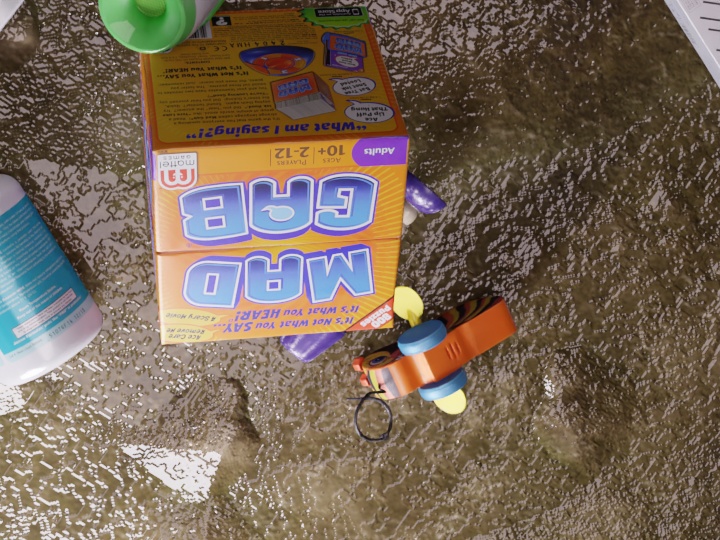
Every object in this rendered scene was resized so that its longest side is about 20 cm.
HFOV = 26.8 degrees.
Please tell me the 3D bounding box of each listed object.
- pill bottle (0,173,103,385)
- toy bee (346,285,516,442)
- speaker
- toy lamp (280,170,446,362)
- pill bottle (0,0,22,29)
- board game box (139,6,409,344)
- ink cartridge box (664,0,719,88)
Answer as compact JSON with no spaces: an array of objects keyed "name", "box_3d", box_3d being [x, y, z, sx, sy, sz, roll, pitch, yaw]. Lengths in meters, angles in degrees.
[{"name":"pill bottle","box_3d":[-0.321,-0.007,1.329,0.111,0.111,0.201,-30,105,-2]},{"name":"toy bee","box_3d":[0.044,0.079,1.427,0.199,0.109,0.132,-9,96,-33]},{"name":"speaker","box_3d":[-0.147,-0.256,1.256,0.088,0.200,0.089,8,125,11]},{"name":"toy lamp","box_3d":[0.000,0.000,1.414,0.058,0.058,0.200,40,94,-15]},{"name":"pill bottle","box_3d":[-0.376,-0.271,1.259,0.200,0.120,0.120,38,94,-15]},{"name":"board game box","box_3d":[-0.080,-0.083,1.274,0.199,0.200,0.201,-4,130,-9]},{"name":"ink cartridge box","box_3d":[0.375,-0.217,1.438,0.094,0.044,0.200,-36,106,1]}]
